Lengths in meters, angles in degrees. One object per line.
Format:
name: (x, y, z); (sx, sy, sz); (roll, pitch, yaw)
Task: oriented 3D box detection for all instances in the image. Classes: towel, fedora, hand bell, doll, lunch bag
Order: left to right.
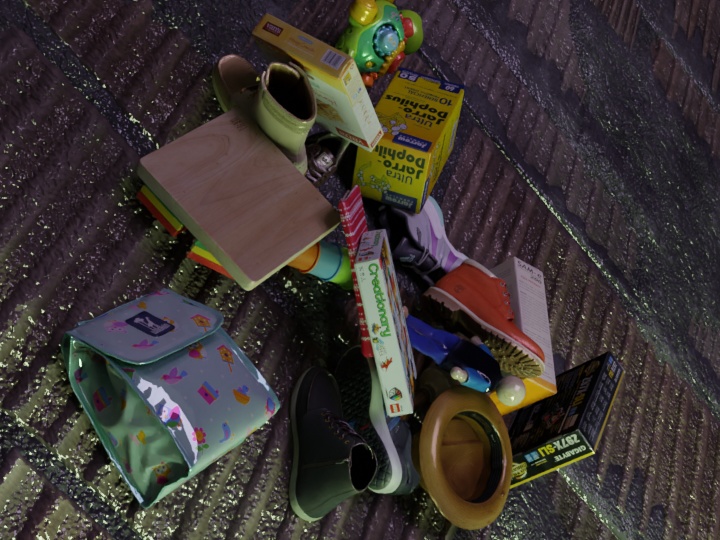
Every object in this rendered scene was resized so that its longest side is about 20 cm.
lunch bag: (-0.210, 0.120, 1.463); (0.201, 0.122, 0.170); (55, 38, 5)
towel: (0.000, 0.000, 1.737); (0.145, 0.022, 0.203); (-66, 146, -77)
hand bell: (0.078, 0.171, 1.829); (0.199, 0.104, 0.105); (-27, 89, -41)
fedora: (0.121, 0.248, 1.799); (0.199, 0.081, 0.203); (15, 70, -47)
doll: (0.131, 0.115, 1.799); (0.199, 0.049, 0.136); (29, 22, 12)

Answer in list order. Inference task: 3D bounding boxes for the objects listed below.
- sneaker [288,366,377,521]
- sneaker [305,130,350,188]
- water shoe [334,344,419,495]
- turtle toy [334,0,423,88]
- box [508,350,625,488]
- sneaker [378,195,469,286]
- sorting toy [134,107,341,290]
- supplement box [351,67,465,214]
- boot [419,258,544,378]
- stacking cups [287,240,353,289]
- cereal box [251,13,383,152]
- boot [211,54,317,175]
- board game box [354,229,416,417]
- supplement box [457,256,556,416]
sneaker: (-0.026, 0.196, 1.646); (0.074, 0.106, 0.202); (28, 47, -36)
sneaker: (-0.076, -0.137, 1.830); (0.071, 0.075, 0.201); (50, 37, -15)
water shoe: (0.019, 0.194, 1.733); (0.079, 0.071, 0.202); (25, 45, -49)
turtle toy: (0.027, -0.343, 2.018); (0.101, 0.146, 0.200); (38, 37, 3)
box: (0.288, 0.215, 1.973); (0.050, 0.159, 0.200); (52, 36, -13)
sneaker: (0.086, -0.012, 1.954); (0.139, 0.078, 0.201); (-16, 71, -52)
sorting toy: (-0.155, -0.076, 1.659); (0.199, 0.070, 0.200); (46, 40, 5)
supplement box: (0.071, -0.192, 1.982); (0.108, 0.110, 0.201); (17, 40, 9)
boot: (0.191, 0.062, 1.888); (0.199, 0.075, 0.107); (38, 61, 19)
stacking cups: (-0.055, -0.012, 1.795); (0.199, 0.060, 0.061); (15, 56, -40)
cereal box: (-0.053, -0.241, 1.776); (0.040, 0.143, 0.200); (-55, 157, -13)
boot: (-0.123, -0.228, 1.746); (0.072, 0.156, 0.201); (-24, 70, -20)
board game box: (0.033, 0.063, 1.686); (0.126, 0.034, 0.202); (-77, 155, -71)
supplement box: (0.208, 0.100, 1.979); (0.073, 0.125, 0.202); (26, 50, -38)
